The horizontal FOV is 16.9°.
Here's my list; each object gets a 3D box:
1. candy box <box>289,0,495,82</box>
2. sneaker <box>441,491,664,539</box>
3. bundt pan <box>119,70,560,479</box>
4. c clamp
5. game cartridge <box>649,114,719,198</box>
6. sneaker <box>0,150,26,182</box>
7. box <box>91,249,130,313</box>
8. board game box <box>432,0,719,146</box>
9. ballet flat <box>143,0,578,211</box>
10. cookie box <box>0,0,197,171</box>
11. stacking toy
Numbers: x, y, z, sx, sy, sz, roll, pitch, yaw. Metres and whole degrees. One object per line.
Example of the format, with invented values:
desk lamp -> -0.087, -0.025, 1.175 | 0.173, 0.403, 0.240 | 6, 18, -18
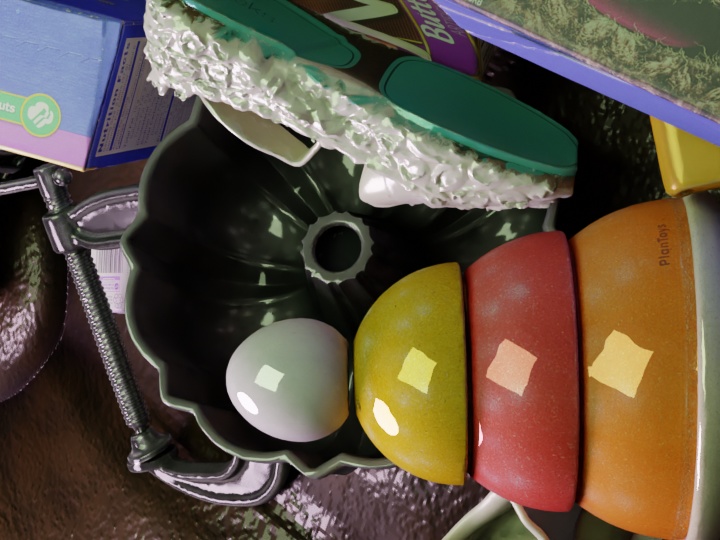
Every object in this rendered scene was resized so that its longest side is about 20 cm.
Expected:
candy box -> 0.000, -0.162, 0.978 | 0.117, 0.200, 0.056 | 17, 65, 13
sneaker -> 0.045, 0.152, 1.046 | 0.200, 0.090, 0.067 | -55, 51, 27
bundt pan -> 0.000, 0.000, 1.076 | 0.202, 0.076, 0.202 | -5, 73, 15
c clamp -> -0.111, 0.031, 1.223 | 0.171, 0.027, 0.200 | -15, 101, 44
game cartridge -> 0.179, -0.142, 0.896 | 0.176, 0.032, 0.200 | -13, 86, 11
sneaker -> -0.226, -0.033, 1.349 | 0.200, 0.084, 0.121 | -20, 67, 52
box -> -0.060, 0.003, 1.208 | 0.200, 0.039, 0.041 | -2, 87, 46
board game box -> 0.138, -0.150, 0.842 | 0.159, 0.097, 0.200 | 25, 92, 13
ballet flat -> -0.003, -0.066, 1.023 | 0.200, 0.072, 0.072 | 27, 109, 9
cookie box -> -0.162, -0.109, 1.167 | 0.171, 0.200, 0.075 | 16, 101, 14
stacking toy -> 0.047, 0.038, 0.954 | 0.200, 0.146, 0.146 | 0, 85, 2
